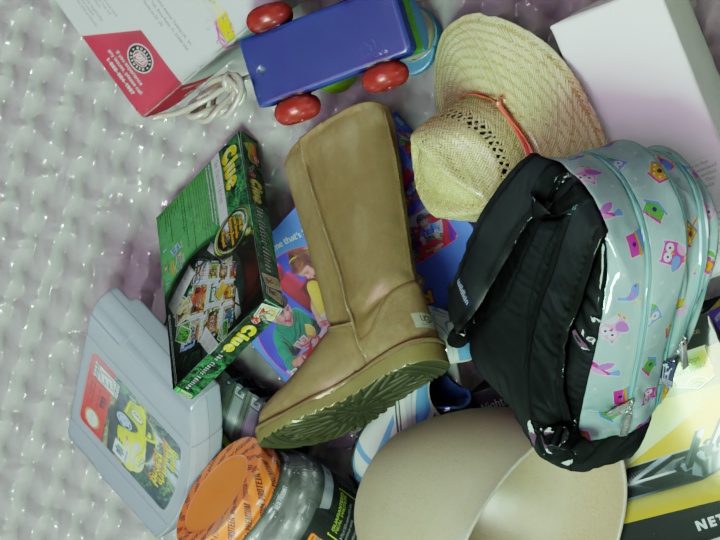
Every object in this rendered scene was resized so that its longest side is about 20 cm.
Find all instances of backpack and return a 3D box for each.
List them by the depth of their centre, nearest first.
[{"bbox_3d":[0.149,0.009,1.584,0.167,0.126,0.201,47,139,38],"label":"backpack"}]

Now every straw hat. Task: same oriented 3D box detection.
[{"bbox_3d":[0.081,-0.075,1.680,0.201,0.085,0.202,40,143,39],"label":"straw hat"}]

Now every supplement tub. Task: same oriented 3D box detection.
[{"bbox_3d":[-0.031,0.216,1.791,0.200,0.123,0.122,39,116,-22],"label":"supplement tub"}]

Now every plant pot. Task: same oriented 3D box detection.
[{"bbox_3d":[0.074,0.176,1.698,0.134,0.200,0.202,25,112,36],"label":"plant pot"}]

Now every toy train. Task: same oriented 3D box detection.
[{"bbox_3d":[-0.042,-0.146,1.743,0.199,0.116,0.085,-19,86,21],"label":"toy train"}]

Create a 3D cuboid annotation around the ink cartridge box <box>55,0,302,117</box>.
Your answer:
[{"bbox_3d":[-0.119,-0.231,1.772,0.200,0.086,0.148,-36,88,23],"label":"ink cartridge box"}]

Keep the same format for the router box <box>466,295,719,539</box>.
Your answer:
[{"bbox_3d":[0.197,0.126,1.756,0.199,0.052,0.158,-21,94,25],"label":"router box"}]

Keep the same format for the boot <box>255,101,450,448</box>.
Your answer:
[{"bbox_3d":[-0.021,0.007,1.722,0.175,0.066,0.201,-29,63,28],"label":"boot"}]

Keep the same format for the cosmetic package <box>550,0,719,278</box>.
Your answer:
[{"bbox_3d":[0.212,-0.097,1.664,0.084,0.108,0.201,-22,94,19],"label":"cosmetic package"}]

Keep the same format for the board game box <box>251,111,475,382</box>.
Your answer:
[{"bbox_3d":[0.000,0.000,1.805,0.135,0.045,0.200,47,114,5],"label":"board game box"}]

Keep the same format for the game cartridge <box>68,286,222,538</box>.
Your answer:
[{"bbox_3d":[-0.162,0.116,1.841,0.133,0.041,0.201,42,146,18],"label":"game cartridge"}]

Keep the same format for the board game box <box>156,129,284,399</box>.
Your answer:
[{"bbox_3d":[-0.105,-0.007,1.775,0.023,0.201,0.105,29,120,-28],"label":"board game box"}]

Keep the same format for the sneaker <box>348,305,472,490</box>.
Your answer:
[{"bbox_3d":[0.040,0.109,1.776,0.072,0.072,0.201,26,135,13],"label":"sneaker"}]

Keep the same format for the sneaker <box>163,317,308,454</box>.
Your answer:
[{"bbox_3d":[-0.085,0.109,1.860,0.081,0.074,0.201,-28,98,15],"label":"sneaker"}]
